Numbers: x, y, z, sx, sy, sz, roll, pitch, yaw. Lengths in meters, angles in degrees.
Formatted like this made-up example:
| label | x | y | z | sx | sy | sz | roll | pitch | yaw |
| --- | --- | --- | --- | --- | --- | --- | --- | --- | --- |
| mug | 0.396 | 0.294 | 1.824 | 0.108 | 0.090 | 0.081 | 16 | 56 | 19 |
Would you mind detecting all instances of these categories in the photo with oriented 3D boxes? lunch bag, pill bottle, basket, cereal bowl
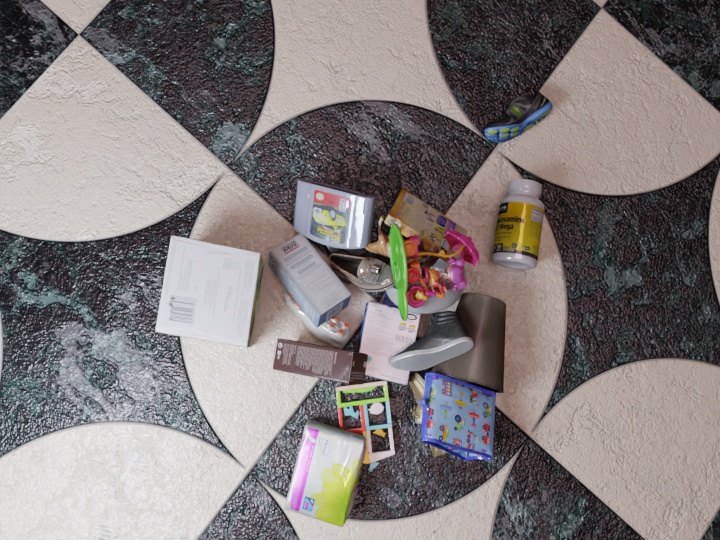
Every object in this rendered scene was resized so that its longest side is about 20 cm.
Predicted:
| label | x | y | z | sx | sy | sz | roll | pitch | yaw |
| --- | --- | --- | --- | --- | --- | --- | --- | --- | --- |
| lunch bag | 0.209 | 0.328 | 1.370 | 0.197 | 0.093 | 0.155 | 27 | 59 | -31 |
| pill bottle | 0.391 | -0.113 | 1.488 | 0.109 | 0.112 | 0.207 | 11 | 82 | -4 |
| basket | 0.272 | 0.167 | 1.438 | 0.175 | 0.136 | 0.206 | 12 | 78 | 10 |
| cereal bowl | 0.150 | 0.040 | 1.425 | 0.193 | 0.202 | 0.086 | -6 | 120 | -6 |

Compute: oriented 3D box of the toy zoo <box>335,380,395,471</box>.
| label | x | y | z | sx | sy | sz | roll | pitch | yaw |
| --- | --- | --- | --- | --- | --- | --- | --- | --- | --- |
| toy zoo | 0.012 | 0.374 | 1.443 | 0.127 | 0.020 | 0.207 | -5 | 84 | -6 |

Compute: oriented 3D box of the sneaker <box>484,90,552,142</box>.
| label | x | y | z | sx | sy | sz | roll | pitch | yaw |
| --- | --- | --- | --- | --- | --- | --- | --- | --- | --- |
| sneaker | 0.396 | -0.395 | 1.550 | 0.196 | 0.071 | 0.084 | -29 | 73 | -9 |

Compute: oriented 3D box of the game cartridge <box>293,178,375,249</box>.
| label | x | y | z | sx | sy | sz | roll | pitch | yaw |
| --- | --- | --- | --- | --- | --- | --- | --- | --- | --- |
| game cartridge | -0.065 | -0.125 | 1.400 | 0.195 | 0.041 | 0.137 | 16 | 114 | 20 |

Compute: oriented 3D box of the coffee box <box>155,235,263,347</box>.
| label | x | y | z | sx | sy | sz | roll | pitch | yaw |
| --- | --- | --- | --- | --- | --- | --- | --- | --- | --- |
| coffee box | -0.328 | 0.056 | 1.359 | 0.193 | 0.198 | 0.207 | 9 | 81 | -6 |

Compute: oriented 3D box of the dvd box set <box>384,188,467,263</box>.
| label | x | y | z | sx | sy | sz | roll | pitch | yaw |
| --- | --- | --- | --- | --- | --- | --- | --- | --- | --- |
| dvd box set | 0.161 | -0.106 | 1.462 | 0.197 | 0.147 | 0.030 | 32 | 126 | -2 |

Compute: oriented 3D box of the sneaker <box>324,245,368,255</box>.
| label | x | y | z | sx | sy | sz | roll | pitch | yaw |
| --- | --- | --- | --- | --- | --- | --- | --- | --- | --- |
| sneaker | -0.059 | -0.117 | 1.476 | 0.102 | 0.060 | 0.204 | -27 | 91 | -9 |

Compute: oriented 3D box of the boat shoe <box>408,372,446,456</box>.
| label | x | y | z | sx | sy | sz | roll | pitch | yaw |
| --- | --- | --- | --- | --- | --- | --- | --- | --- | --- |
| boat shoe | 0.159 | 0.344 | 1.433 | 0.065 | 0.074 | 0.204 | -26 | 86 | -13 |

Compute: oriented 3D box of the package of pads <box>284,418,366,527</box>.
| label | x | y | z | sx | sy | sz | roll | pitch | yaw |
| --- | --- | --- | --- | --- | --- | --- | --- | --- | --- |
| package of pads | -0.075 | 0.464 | 1.387 | 0.150 | 0.068 | 0.206 | 14 | 87 | 6 |

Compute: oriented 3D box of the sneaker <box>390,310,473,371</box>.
| label | x | y | z | sx | sy | sz | roll | pitch | yaw |
| --- | --- | --- | --- | --- | --- | --- | --- | --- | --- |
| sneaker | 0.157 | 0.159 | 1.391 | 0.195 | 0.071 | 0.101 | -21 | 49 | 13 |

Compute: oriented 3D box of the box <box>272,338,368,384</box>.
| label | x | y | z | sx | sy | sz | roll | pitch | yaw |
| --- | --- | --- | --- | --- | --- | --- | --- | --- | --- |
| box | -0.091 | 0.207 | 1.376 | 0.194 | 0.100 | 0.078 | 5 | 81 | 23 |

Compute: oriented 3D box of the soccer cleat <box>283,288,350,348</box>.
| label | x | y | z | sx | sy | sz | roll | pitch | yaw |
| --- | --- | --- | --- | --- | --- | --- | --- | --- | --- |
| soccer cleat | -0.111 | 0.115 | 1.442 | 0.198 | 0.079 | 0.069 | 37 | 45 | 13 |

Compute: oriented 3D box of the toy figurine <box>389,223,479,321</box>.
| label | x | y | z | sx | sy | sz | roll | pitch | yaw |
| --- | --- | --- | --- | --- | --- | --- | --- | --- | --- |
| toy figurine | 0.165 | -0.006 | 1.283 | 0.178 | 0.150 | 0.207 | -7 | 93 | -7 |

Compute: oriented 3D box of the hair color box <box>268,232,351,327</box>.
| label | x | y | z | sx | sy | sz | roll | pitch | yaw |
| --- | --- | --- | --- | --- | --- | --- | --- | --- | --- |
| hair color box | -0.121 | 0.020 | 1.411 | 0.098 | 0.061 | 0.201 | -31 | 70 | -27 |

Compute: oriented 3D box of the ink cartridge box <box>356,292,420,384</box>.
| label | x | y | z | sx | sy | sz | roll | pitch | yaw |
| --- | --- | --- | --- | --- | --- | --- | --- | --- | --- |
| ink cartridge box | 0.065 | 0.157 | 1.445 | 0.132 | 0.076 | 0.207 | 12 | 84 | -4 |

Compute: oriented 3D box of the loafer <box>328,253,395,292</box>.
| label | x | y | z | sx | sy | sz | roll | pitch | yaw |
| --- | --- | --- | --- | --- | --- | --- | --- | --- | --- |
| loafer | 0.000 | 0.000 | 1.403 | 0.073 | 0.196 | 0.063 | -57 | 131 | -22 |

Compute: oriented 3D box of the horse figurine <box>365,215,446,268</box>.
| label | x | y | z | sx | sy | sz | roll | pitch | yaw |
| --- | --- | --- | --- | --- | --- | --- | --- | --- | --- |
| horse figurine | 0.096 | -0.053 | 1.397 | 0.196 | 0.134 | 0.051 | 26 | 47 | 1 |
